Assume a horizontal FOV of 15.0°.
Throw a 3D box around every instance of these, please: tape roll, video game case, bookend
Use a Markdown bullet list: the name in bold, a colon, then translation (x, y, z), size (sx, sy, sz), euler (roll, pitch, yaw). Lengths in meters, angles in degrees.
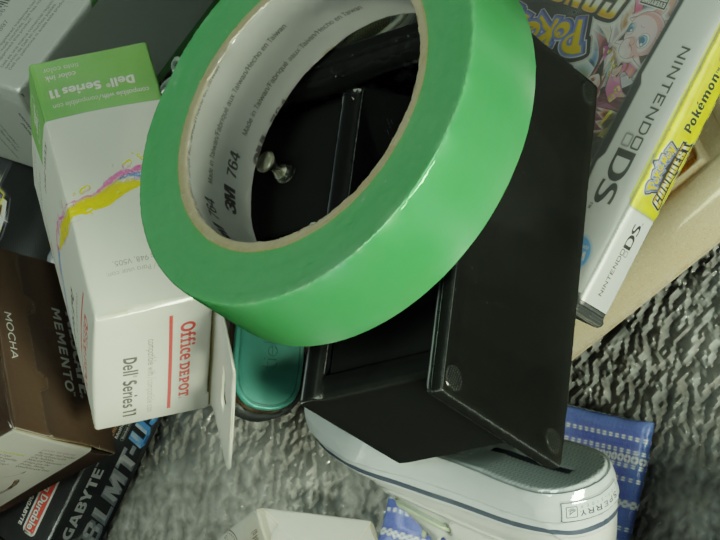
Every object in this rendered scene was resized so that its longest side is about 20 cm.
- **tape roll**: translation (-0.013, -0.066, 1.239), size (0.200, 0.048, 0.201), euler (-23, 51, 33)
- **video game case**: translation (0.087, -0.085, 1.348), size (0.200, 0.025, 0.181), euler (25, 87, 47)
- **bookend**: translation (0.000, 0.000, 1.293), size (0.199, 0.092, 0.200), euler (-14, 57, 38)

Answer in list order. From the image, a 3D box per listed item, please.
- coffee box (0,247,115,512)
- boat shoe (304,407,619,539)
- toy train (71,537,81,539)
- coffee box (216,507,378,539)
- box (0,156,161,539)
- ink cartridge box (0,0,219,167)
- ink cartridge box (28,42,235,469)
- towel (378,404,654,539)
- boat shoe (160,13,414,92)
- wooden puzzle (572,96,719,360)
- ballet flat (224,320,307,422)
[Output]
- **coffee box**: translation (-0.239, 0.081, 1.499), size (0.200, 0.080, 0.114), euler (-28, 61, 30)
- **boat shoe**: translation (0.044, 0.105, 1.320), size (0.200, 0.073, 0.067), euler (22, 127, 50)
- **toy train**: translation (-0.124, 0.222, 1.325), size (0.034, 0.046, 0.201), euler (-11, 68, -6)
- **coffee box**: translation (-0.068, 0.217, 1.362), size (0.200, 0.079, 0.115), euler (-41, 53, 36)
- **box**: translation (-0.189, 0.044, 1.555), size (0.198, 0.050, 0.201), euler (30, 96, 40)
- **ink cartridge box**: translation (-0.202, -0.149, 1.570), size (0.199, 0.088, 0.146), euler (18, 64, 38)
- **ink cartridge box**: translation (-0.119, 0.000, 1.405), size (0.067, 0.117, 0.201), euler (-11, 59, -12)
- **towel**: translation (0.059, 0.158, 1.345), size (0.144, 0.024, 0.201), euler (11, 83, 38)
- **boat shoe**: translation (-0.053, -0.117, 1.486), size (0.202, 0.065, 0.075), euler (-31, 60, 26)
- **wooden puzzle**: translation (0.094, -0.062, 1.369), size (0.185, 0.037, 0.201), euler (-40, 51, 21)
- **ballet flat**: translation (-0.048, -0.020, 1.455), size (0.073, 0.073, 0.201), euler (5, 85, 38)
